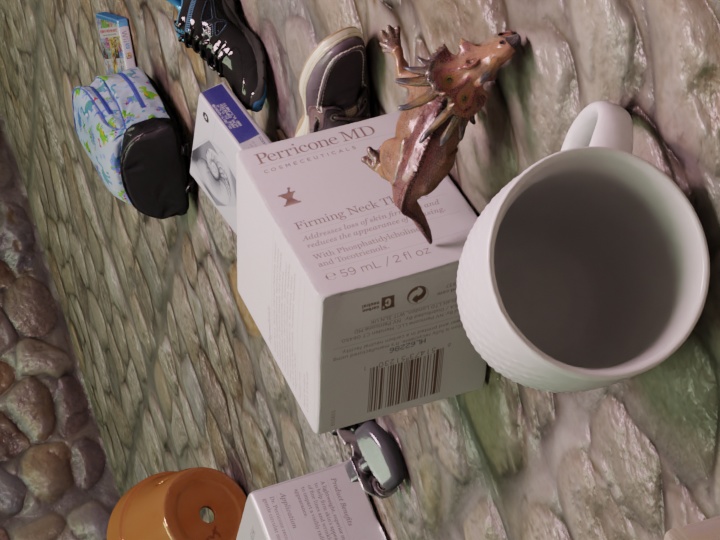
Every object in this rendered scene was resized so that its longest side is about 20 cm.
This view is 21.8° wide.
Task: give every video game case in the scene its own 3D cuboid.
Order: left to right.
[{"bbox_3d":[-0.342,-0.269,2.709,0.143,0.018,0.202,-150,49,-67],"label":"video game case"}]

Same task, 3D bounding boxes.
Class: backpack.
[{"bbox_3d":[-0.306,-0.184,2.498,0.164,0.152,0.201,85,174,-46],"label":"backpack"}]

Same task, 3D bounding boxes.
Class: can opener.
[{"bbox_3d":[-0.002,0.144,1.957,0.067,0.053,0.201,-41,58,34],"label":"can opener"}]

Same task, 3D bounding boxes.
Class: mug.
[{"bbox_3d":[0.142,-0.016,1.253,0.175,0.146,0.202,133,152,-77],"label":"mug"}]

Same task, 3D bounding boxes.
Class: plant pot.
[{"bbox_3d":[-0.240,0.363,2.628,0.140,0.199,0.202,-43,61,51],"label":"plant pot"}]

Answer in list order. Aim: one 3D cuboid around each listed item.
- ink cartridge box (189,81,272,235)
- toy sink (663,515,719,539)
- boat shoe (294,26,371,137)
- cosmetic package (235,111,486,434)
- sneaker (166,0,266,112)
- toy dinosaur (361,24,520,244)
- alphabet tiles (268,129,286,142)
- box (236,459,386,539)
[{"bbox_3d":[-0.119,-0.072,2.052,0.200,0.040,0.201,52,154,25],"label":"ink cartridge box"},{"bbox_3d":[0.268,0.238,1.076,0.200,0.111,0.132,-131,31,-64],"label":"toy sink"},{"bbox_3d":[-0.019,-0.144,1.740,0.065,0.071,0.201,53,151,24],"label":"boat shoe"},{"bbox_3d":[0.000,0.000,1.620,0.201,0.166,0.167,-123,25,-42],"label":"cosmetic package"},{"bbox_3d":[-0.161,-0.252,2.062,0.073,0.081,0.201,109,142,-55],"label":"sneaker"},{"bbox_3d":[0.052,-0.105,1.451,0.136,0.085,0.202,-106,27,-66],"label":"toy dinosaur"},{"bbox_3d":[-0.074,-0.048,2.072,0.168,0.007,0.201,-121,24,-43],"label":"alphabet tiles"},{"bbox_3d":[-0.044,0.351,2.080,0.201,0.129,0.200,107,144,-60],"label":"box"}]
